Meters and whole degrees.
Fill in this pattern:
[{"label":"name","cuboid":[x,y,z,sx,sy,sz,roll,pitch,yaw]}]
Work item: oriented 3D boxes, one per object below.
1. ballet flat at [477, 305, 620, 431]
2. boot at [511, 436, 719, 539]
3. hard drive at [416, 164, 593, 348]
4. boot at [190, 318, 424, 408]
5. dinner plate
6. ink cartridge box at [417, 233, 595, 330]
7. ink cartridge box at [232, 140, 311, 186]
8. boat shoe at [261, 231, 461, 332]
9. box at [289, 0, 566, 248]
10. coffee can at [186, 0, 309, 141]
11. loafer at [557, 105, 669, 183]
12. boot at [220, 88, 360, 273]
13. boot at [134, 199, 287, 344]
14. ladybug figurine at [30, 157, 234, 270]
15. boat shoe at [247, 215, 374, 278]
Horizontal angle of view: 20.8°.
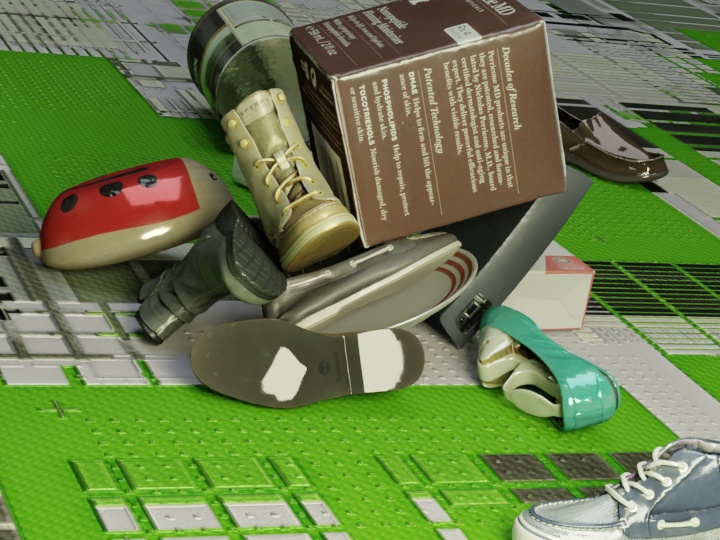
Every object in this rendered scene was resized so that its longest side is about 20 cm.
[{"label":"ballet flat","cuboid":[0.144,0.084,1.720,0.070,0.068,0.200,-17,28,-26]},{"label":"boot","cuboid":[0.211,0.168,1.466,0.198,0.091,0.073,2,20,-21]},{"label":"hard drive","cuboid":[0.118,-0.035,1.858,0.042,0.200,0.135,40,-2,-35]},{"label":"boot","cuboid":[-0.051,0.081,1.656,0.198,0.074,0.075,2,-7,-16]},{"label":"dinner plate","cuboid":[0.014,0.028,1.792,0.198,0.024,0.200,-15,18,5]},{"label":"ink cartridge box","cuboid":[0.131,-0.008,1.967,0.115,0.068,0.200,0,23,-28]},{"label":"ink cartridge box","cuboid":[-0.007,-0.099,2.199,0.197,0.044,0.199,24,22,37]},{"label":"boat shoe","cuboid":[0.000,0.000,1.728,0.199,0.067,0.057,-27,79,-25]},{"label":"box","cuboid":[0.059,-0.146,1.764,0.198,0.166,0.166,-16,25,-10]},{"label":"coffee can","cuboid":[-0.123,-0.237,2.373,0.145,0.148,0.200,4,20,-17]},{"label":"loafer","cuboid":[0.300,-0.164,2.493,0.198,0.072,0.073,19,21,25]},{"label":"boot","cuboid":[-0.063,-0.082,1.691,0.072,0.157,0.200,-23,-1,-5]},{"label":"boot","cuboid":[-0.135,0.020,1.690,0.068,0.131,0.200,46,5,-16]},{"label":"ladybug figurine","cuboid":[-0.217,-0.056,1.852,0.198,0.073,0.136,-18,15,-18]},{"label":"boat shoe","cuboid":[-0.047,-0.025,1.865,0.198,0.076,0.074,-1,16,29]}]
